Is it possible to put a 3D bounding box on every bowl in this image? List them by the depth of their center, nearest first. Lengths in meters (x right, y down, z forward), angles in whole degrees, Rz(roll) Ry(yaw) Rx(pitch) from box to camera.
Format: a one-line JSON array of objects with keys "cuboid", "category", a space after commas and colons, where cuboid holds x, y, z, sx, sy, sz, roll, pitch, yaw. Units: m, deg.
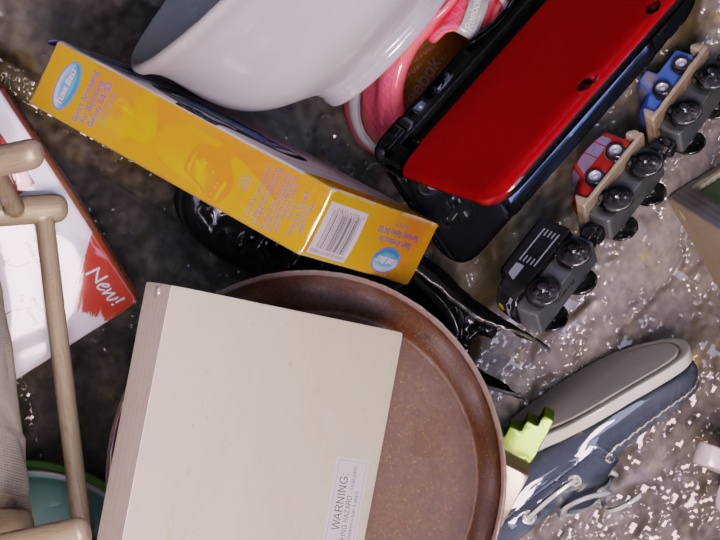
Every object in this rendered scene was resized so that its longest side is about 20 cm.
[{"cuboid": [-0.015, -0.145, 1.406, 0.090, 0.201, 0.201, 42, 93, -13], "category": "bowl"}]

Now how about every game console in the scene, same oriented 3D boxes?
[{"cuboid": [0.117, -0.090, 1.422, 0.200, 0.119, 0.172, -48, 145, -8], "category": "game console"}]

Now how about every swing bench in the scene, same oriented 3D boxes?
[{"cuboid": [-0.233, 0.058, 1.363, 0.200, 0.130, 0.199, -8, 77, -2], "category": "swing bench"}]

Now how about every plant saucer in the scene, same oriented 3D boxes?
[{"cuboid": [-0.025, 0.100, 1.397, 0.200, 0.034, 0.200, -1, 86, 12], "category": "plant saucer"}]

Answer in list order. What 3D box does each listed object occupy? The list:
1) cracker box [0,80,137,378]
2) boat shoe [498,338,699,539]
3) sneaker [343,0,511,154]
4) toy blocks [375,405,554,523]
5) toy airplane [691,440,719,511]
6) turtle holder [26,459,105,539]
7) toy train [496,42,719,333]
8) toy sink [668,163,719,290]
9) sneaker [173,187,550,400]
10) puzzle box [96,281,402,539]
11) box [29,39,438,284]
[{"cuboid": [-0.233, 0.010, 1.478, 0.200, 0.058, 0.134, -33, 101, -1], "category": "cracker box"}, {"cuboid": [0.101, 0.109, 1.530, 0.200, 0.075, 0.062, -34, 101, 1], "category": "boat shoe"}, {"cuboid": [0.062, -0.142, 1.474, 0.074, 0.087, 0.200, 25, 96, -12], "category": "sneaker"}, {"cuboid": [-0.009, 0.131, 1.448, 0.137, 0.100, 0.200, 27, 101, 1], "category": "toy blocks"}, {"cuboid": [0.277, 0.112, 1.494, 0.199, 0.200, 0.141, 34, 100, -7], "category": "toy airplane"}, {"cuboid": [-0.157, 0.186, 1.481, 0.141, 0.132, 0.186, -41, 102, 1], "category": "turtle holder"}, {"cuboid": [0.133, -0.047, 1.489, 0.200, 0.046, 0.034, -50, 147, -26], "category": "toy train"}, {"cuboid": [0.281, -0.042, 1.499, 0.200, 0.130, 0.112, -31, 102, 0], "category": "toy sink"}, {"cuboid": [-0.002, 0.003, 1.483, 0.200, 0.104, 0.060, 28, 96, -11], "category": "sneaker"}, {"cuboid": [-0.058, 0.114, 1.329, 0.133, 0.025, 0.200, 13, 87, -34], "category": "puzzle box"}, {"cuboid": [-0.071, -0.058, 1.422, 0.200, 0.119, 0.041, 27, 95, 28], "category": "box"}]
